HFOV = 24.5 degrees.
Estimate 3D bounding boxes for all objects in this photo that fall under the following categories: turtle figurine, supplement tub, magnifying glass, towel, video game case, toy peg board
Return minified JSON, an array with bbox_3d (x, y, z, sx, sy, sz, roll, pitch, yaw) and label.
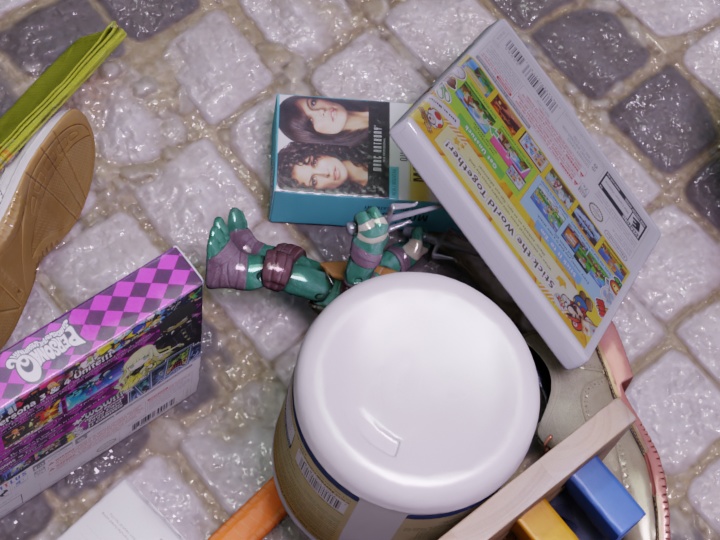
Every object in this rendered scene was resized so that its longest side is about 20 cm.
[{"bbox_3d":[0.000,0.000,1.127,0.198,0.150,0.102,8,82,5],"label":"turtle figurine"},{"bbox_3d":[0.020,0.101,1.017,0.143,0.200,0.146,3,67,-8],"label":"supplement tub"},{"bbox_3d":[-0.032,0.131,1.118,0.080,0.022,0.200,43,66,12],"label":"magnifying glass"},{"bbox_3d":[-0.248,-0.101,1.164,0.018,0.086,0.200,50,64,-24],"label":"towel"},{"bbox_3d":[-0.188,0.083,1.029,0.199,0.182,0.036,-33,73,-19],"label":"video game case"},{"bbox_3d":[0.091,0.201,1.001,0.199,0.200,0.098,-35,75,-20],"label":"toy peg board"},{"bbox_3d":[0.119,-0.057,1.136,0.200,0.023,0.182,53,38,-9],"label":"video game case"}]

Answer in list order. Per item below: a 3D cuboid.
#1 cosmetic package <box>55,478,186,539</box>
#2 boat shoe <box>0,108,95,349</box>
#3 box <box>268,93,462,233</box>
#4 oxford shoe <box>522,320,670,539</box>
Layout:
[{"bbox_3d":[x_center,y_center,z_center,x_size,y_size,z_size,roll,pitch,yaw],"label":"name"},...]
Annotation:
[{"bbox_3d":[-0.188,0.234,1.002,0.200,0.108,0.085,-40,76,-23],"label":"cosmetic package"},{"bbox_3d":[-0.249,-0.033,1.138,0.069,0.071,0.201,5,52,27],"label":"boat shoe"},{"bbox_3d":[0.034,-0.076,1.203,0.198,0.049,0.083,3,65,-6],"label":"box"},{"bbox_3d":[0.158,0.124,1.121,0.073,0.071,0.201,-9,56,-8],"label":"oxford shoe"}]
